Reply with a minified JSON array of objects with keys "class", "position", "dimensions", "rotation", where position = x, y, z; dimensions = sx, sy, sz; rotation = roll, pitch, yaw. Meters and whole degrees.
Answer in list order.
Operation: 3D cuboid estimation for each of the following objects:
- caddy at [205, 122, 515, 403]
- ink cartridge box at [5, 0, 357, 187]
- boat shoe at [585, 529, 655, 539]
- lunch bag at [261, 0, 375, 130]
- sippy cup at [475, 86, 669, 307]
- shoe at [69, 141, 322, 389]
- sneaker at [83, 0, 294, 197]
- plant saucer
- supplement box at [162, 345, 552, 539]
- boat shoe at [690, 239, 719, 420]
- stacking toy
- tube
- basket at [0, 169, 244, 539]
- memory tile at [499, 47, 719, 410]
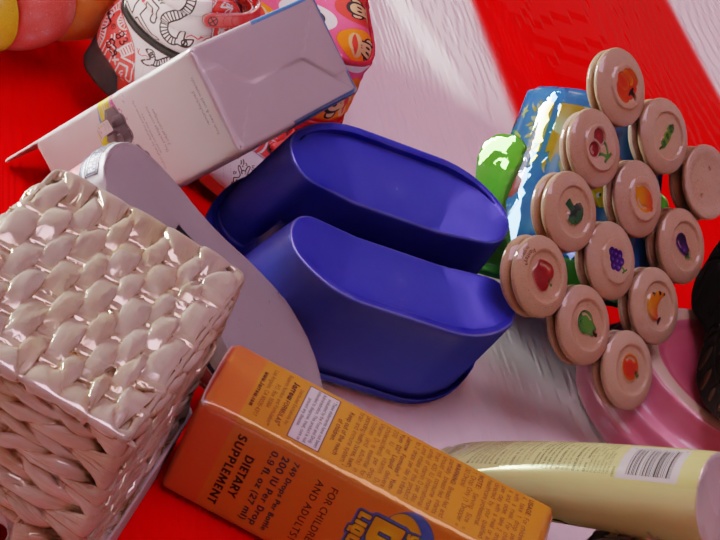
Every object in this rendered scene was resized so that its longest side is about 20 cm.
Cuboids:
[{"class":"caddy","position":[0.000,0.000,1.272],"dimensions":[0.199,0.105,0.142],"rotation":[19,50,-26]},{"class":"ink cartridge box","position":[-0.112,-0.087,1.267],"dimensions":[0.115,0.199,0.068],"rotation":[-31,96,-45]},{"class":"boat shoe","position":[0.141,0.180,1.145],"dimensions":[0.072,0.061,0.202],"rotation":[33,30,10]},{"class":"lunch bag","position":[-0.082,-0.193,1.528],"dimensions":[0.175,0.082,0.201],"rotation":[19,31,-14]},{"class":"sippy cup","position":[0.143,-0.050,1.387],"dimensions":[0.138,0.131,0.178],"rotation":[13,-1,3]},{"class":"shoe","position":[-0.110,0.023,1.179],"dimensions":[0.200,0.091,0.072],"rotation":[51,38,-18]},{"class":"sneaker","position":[-0.081,-0.118,1.364],"dimensions":[0.201,0.108,0.067],"rotation":[40,32,3]},{"class":"plant saucer","position":[0.241,0.091,1.379],"dimensions":[0.199,0.051,0.201],"rotation":[21,29,-12]},{"class":"supplement box","position":[0.000,0.122,1.115],"dimensions":[0.199,0.067,0.069],"rotation":[26,29,-1]},{"class":"boat shoe","position":[0.265,0.042,1.351],"dimensions":[0.073,0.076,0.200],"rotation":[28,29,-9]},{"class":"stacking toy","position":[-0.246,-0.187,1.367],"dimensions":[0.146,0.147,0.200],"rotation":[37,46,16]},{"class":"tube","position":[0.111,0.118,1.162],"dimensions":[0.199,0.052,0.058],"rotation":[3,-28,35]},{"class":"basket","position":[-0.155,0.054,1.035],"dimensions":[0.135,0.124,0.200],"rotation":[29,28,1]},{"class":"memory tile","position":[0.165,-0.026,1.313],"dimensions":[0.153,0.017,0.201],"rotation":[45,57,-33]}]
